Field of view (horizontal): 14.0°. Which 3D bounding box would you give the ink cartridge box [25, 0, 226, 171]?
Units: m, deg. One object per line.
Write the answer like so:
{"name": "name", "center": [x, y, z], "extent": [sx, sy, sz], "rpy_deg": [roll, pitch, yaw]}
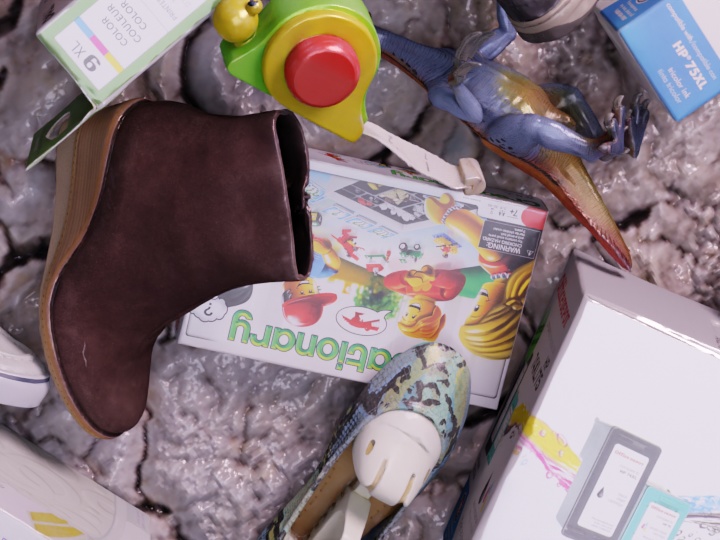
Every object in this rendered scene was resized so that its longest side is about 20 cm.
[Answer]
{"name": "ink cartridge box", "center": [-0.130, -0.151, 1.649], "extent": [0.200, 0.104, 0.059], "rpy_deg": [-40, 104, 6]}

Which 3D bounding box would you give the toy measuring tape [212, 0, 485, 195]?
{"name": "toy measuring tape", "center": [0.006, -0.108, 1.633], "extent": [0.199, 0.074, 0.074], "rpy_deg": [27, 101, -28]}

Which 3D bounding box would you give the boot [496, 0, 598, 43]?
{"name": "boot", "center": [0.096, -0.245, 1.612], "extent": [0.150, 0.073, 0.201], "rpy_deg": [38, 69, -33]}

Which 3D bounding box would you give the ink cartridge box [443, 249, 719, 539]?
{"name": "ink cartridge box", "center": [0.152, 0.116, 1.716], "extent": [0.145, 0.147, 0.201], "rpy_deg": [24, 100, -3]}

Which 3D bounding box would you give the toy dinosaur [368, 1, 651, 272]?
{"name": "toy dinosaur", "center": [0.067, -0.093, 1.687], "extent": [0.180, 0.105, 0.201], "rpy_deg": [10, 112, 19]}

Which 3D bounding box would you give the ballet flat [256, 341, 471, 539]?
{"name": "ballet flat", "center": [0.004, 0.133, 1.734], "extent": [0.074, 0.074, 0.201], "rpy_deg": [28, 113, -12]}

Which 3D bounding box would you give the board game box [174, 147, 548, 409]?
{"name": "board game box", "center": [0.000, 0.000, 1.736], "extent": [0.199, 0.035, 0.127], "rpy_deg": [12, 104, -8]}

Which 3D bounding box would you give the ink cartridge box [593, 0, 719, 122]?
{"name": "ink cartridge box", "center": [0.235, -0.177, 1.671], "extent": [0.199, 0.116, 0.067], "rpy_deg": [-34, 105, 4]}

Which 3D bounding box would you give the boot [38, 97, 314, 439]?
{"name": "boot", "center": [-0.102, 0.003, 1.669], "extent": [0.165, 0.072, 0.202], "rpy_deg": [4, 101, 35]}

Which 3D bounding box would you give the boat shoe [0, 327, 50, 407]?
{"name": "boat shoe", "center": [-0.260, 0.003, 1.698], "extent": [0.201, 0.075, 0.087], "rpy_deg": [27, 98, -2]}

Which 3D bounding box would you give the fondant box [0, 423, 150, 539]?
{"name": "fondant box", "center": [-0.216, 0.137, 1.694], "extent": [0.199, 0.144, 0.058], "rpy_deg": [32, 100, -13]}
